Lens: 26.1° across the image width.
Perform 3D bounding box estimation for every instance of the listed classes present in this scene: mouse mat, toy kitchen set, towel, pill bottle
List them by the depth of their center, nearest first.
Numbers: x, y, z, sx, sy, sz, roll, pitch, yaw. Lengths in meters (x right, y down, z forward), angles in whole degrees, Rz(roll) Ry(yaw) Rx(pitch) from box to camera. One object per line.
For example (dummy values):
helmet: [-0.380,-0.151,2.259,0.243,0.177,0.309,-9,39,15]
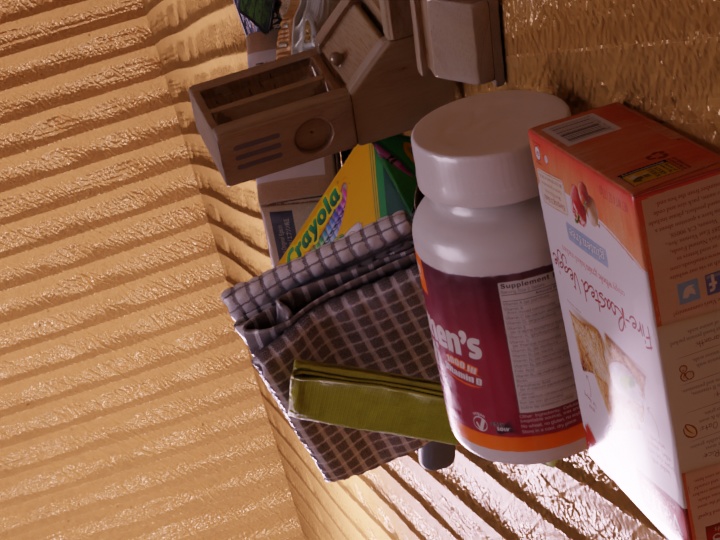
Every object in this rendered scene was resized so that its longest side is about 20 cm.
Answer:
pill bottle: [0.090,0.004,0.906,0.110,0.109,0.201,-126,21,-61]
toy kitchen set: [-0.019,-0.157,1.019,0.163,0.180,0.201,-121,17,-48]
towel: [0.048,0.103,1.087,0.086,0.199,0.018,99,-178,-58]
towel: [0.010,0.065,1.172,0.200,0.165,0.086,61,-172,-45]
mouse mat: [-0.088,-0.307,1.427,0.200,0.007,0.162,-130,48,-70]

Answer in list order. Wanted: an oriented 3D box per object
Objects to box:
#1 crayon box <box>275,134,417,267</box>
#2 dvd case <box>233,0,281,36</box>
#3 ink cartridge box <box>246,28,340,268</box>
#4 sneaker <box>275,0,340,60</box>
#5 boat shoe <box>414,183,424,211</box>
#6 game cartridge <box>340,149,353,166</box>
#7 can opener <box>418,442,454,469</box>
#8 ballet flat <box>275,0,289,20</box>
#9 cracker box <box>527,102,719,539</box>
crayon box: [0.000,0.000,1.259,0.200,0.058,0.119,-55,45,34]
dvd case: [-0.104,-0.262,1.735,0.150,0.025,0.201,108,143,-72]
ink cartridge box: [-0.054,-0.095,1.409,0.165,0.075,0.201,81,-177,-56]
sneaker: [-0.011,-0.220,1.179,0.076,0.087,0.201,20,106,55]
boat shoe: [0.068,-0.046,1.055,0.200,0.068,0.072,86,161,-57]
game cartridge: [0.020,-0.058,1.392,0.200,0.040,0.134,82,162,-45]
can opener: [0.047,0.089,1.354,0.053,0.067,0.201,-120,24,-53]
ballet flat: [-0.035,-0.227,1.318,0.200,0.070,0.066,-131,42,-57]
cracker box: [0.148,0.029,0.783,0.134,0.057,0.201,-131,24,-67]
